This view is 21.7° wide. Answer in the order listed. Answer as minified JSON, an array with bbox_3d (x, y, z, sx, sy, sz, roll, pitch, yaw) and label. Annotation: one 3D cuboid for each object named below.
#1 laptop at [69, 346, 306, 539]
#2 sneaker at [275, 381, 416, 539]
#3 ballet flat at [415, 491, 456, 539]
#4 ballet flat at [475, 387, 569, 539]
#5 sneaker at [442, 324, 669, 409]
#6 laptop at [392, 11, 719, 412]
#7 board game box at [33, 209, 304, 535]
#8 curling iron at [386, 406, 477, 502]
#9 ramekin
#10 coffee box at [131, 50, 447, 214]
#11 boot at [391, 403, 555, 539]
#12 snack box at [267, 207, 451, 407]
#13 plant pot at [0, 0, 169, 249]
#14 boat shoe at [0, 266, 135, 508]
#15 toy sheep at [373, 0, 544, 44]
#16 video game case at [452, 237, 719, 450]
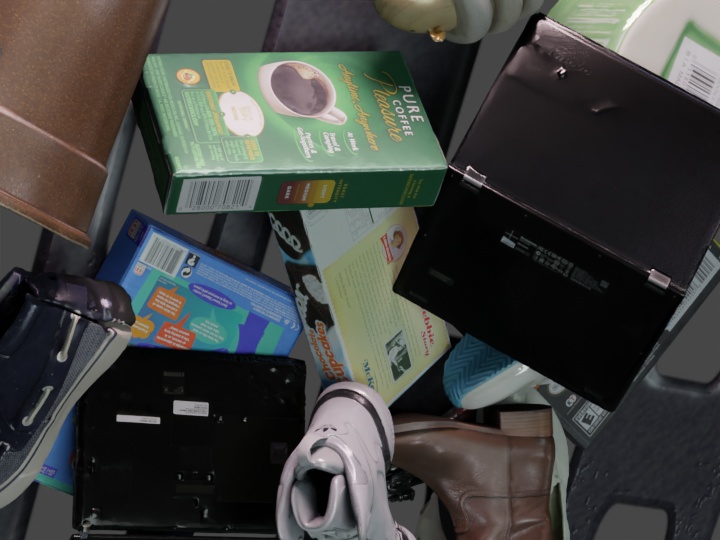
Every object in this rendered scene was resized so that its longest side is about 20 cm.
[{"bbox_3d":[-0.139,0.163,1.355,0.175,0.103,0.203,5,80,-28],"label":"laptop"},{"bbox_3d":[-0.011,0.190,1.328,0.074,0.115,0.202,-3,105,19],"label":"sneaker"},{"bbox_3d":[0.081,0.227,1.501,0.072,0.073,0.202,-25,121,-16],"label":"ballet flat"},{"bbox_3d":[0.137,0.176,1.488,0.069,0.069,0.202,-25,127,-16],"label":"ballet flat"},{"bbox_3d":[0.154,0.055,1.428,0.199,0.076,0.081,-31,120,-11],"label":"sneaker"},{"bbox_3d":[0.153,-0.039,1.342,0.186,0.116,0.201,29,131,6],"label":"laptop"},{"bbox_3d":[-0.144,0.078,1.354,0.151,0.045,0.201,27,94,-31],"label":"board game box"},{"bbox_3d":[0.087,0.117,1.492,0.199,0.026,0.050,-37,140,-16],"label":"curling iron"},{"bbox_3d":[0.229,-0.128,1.409,0.198,0.097,0.203,-3,96,-27],"label":"ramekin"},{"bbox_3d":[-0.050,-0.096,1.288,0.198,0.124,0.044,-4,139,-21],"label":"coffee box"},{"bbox_3d":[0.067,0.207,1.408,0.184,0.064,0.203,-3,94,-7],"label":"boot"},{"bbox_3d":[0.000,0.000,1.375,0.116,0.037,0.202,-39,123,-40],"label":"snack box"},{"bbox_3d":[-0.216,-0.147,1.168,0.199,0.200,0.200,27,87,-30],"label":"plant pot"},{"bbox_3d":[-0.243,0.078,1.264,0.092,0.075,0.201,18,116,-44],"label":"boat shoe"},{"bbox_3d":[0.087,-0.236,1.312,0.199,0.138,0.139,-38,119,-16],"label":"toy sheep"},{"bbox_3d":[0.182,0.011,1.486,0.181,0.025,0.200,43,82,-27],"label":"video game case"}]
